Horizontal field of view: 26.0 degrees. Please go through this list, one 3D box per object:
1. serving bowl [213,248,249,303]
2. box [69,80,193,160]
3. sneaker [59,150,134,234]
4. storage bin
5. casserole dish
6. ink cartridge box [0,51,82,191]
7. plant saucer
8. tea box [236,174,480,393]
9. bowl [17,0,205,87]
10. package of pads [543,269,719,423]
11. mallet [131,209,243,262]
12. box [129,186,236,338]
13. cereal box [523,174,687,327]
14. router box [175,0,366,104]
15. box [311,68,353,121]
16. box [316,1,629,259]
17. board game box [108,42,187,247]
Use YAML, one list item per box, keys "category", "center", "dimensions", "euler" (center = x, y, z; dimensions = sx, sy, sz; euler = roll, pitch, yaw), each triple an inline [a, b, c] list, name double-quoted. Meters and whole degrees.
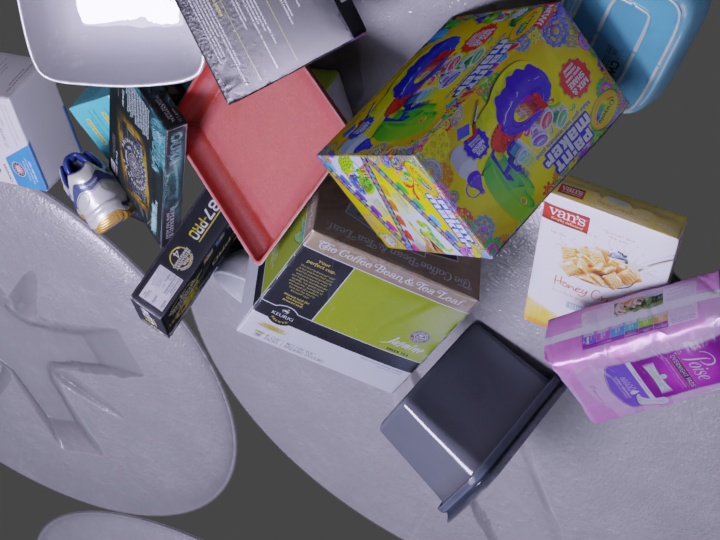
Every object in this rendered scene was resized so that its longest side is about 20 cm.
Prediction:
- category: "serving bowl"
  center: [-0.074, 0.027, 1.849]
  dimensions: [0.199, 0.066, 0.200]
  euler: [28, 168, 6]
- category: "box"
  center: [-0.237, -0.186, 1.775]
  dimensions: [0.199, 0.049, 0.083]
  euler: [-10, 126, 43]
- category: "sneaker"
  center: [-0.319, -0.109, 1.863]
  dimensions: [0.089, 0.075, 0.200]
  euler: [58, 171, -18]
- category: "storage bin"
  center: [0.121, 0.168, 1.794]
  dimensions: [0.134, 0.200, 0.146]
  euler: [43, 144, 5]
- category: "casserole dish"
  center: [0.234, -0.214, 1.398]
  dimensions: [0.120, 0.039, 0.201]
  euler: [30, 144, 7]
- category: "ink cartridge box"
  center: [-0.459, -0.190, 1.909]
  dimensions: [0.198, 0.084, 0.146]
  euler: [12, 138, 27]
- category: "plant saucer"
  center: [-0.096, -0.144, 1.590]
  dimensions: [0.201, 0.036, 0.200]
  euler: [56, 130, 22]
- category: "tea box"
  center: [0.000, 0.000, 1.669]
  dimensions: [0.198, 0.135, 0.197]
  euler: [23, 138, -18]
- category: "bowl"
  center: [-0.247, -0.294, 1.592]
  dimensions: [0.198, 0.075, 0.202]
  euler: [2, 119, 12]
- category: "package of pads"
  center: [0.299, 0.081, 1.590]
  dimensions: [0.198, 0.076, 0.121]
  euler: [-18, 136, 27]
- category: "mallet"
  center: [-0.222, -0.040, 1.943]
  dimensions: [0.198, 0.041, 0.066]
  euler: [19, 143, 27]
- category: "box"
  center: [-0.181, -0.027, 1.744]
  dimensions: [0.049, 0.201, 0.161]
  euler: [33, 169, 0]
- category: "cereal box"
  center: [0.251, -0.001, 1.621]
  dimensions: [0.143, 0.040, 0.201]
  euler: [20, 141, 15]
- category: "router box"
  center: [-0.105, -0.280, 1.480]
  dimensions: [0.148, 0.051, 0.202]
  euler: [-23, 100, 22]
- category: "box"
  center: [-0.062, -0.145, 1.689]
  dimensions: [0.121, 0.048, 0.201]
  euler: [8, 136, 30]
- category: "box"
  center: [0.100, -0.126, 1.417]
  dimensions: [0.122, 0.200, 0.192]
  euler: [50, 161, -22]
- category: "board game box"
  center: [-0.235, -0.136, 1.712]
  dimensions: [0.136, 0.028, 0.201]
  euler: [54, 153, 27]
